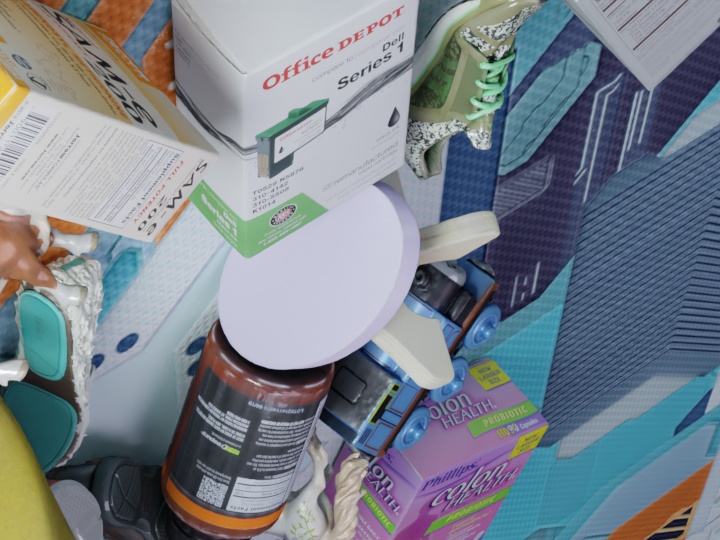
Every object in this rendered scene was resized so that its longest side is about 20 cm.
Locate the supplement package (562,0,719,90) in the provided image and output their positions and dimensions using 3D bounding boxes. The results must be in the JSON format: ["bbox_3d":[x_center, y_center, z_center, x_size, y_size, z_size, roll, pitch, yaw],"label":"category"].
[{"bbox_3d":[0.189,-0.234,1.497,0.117,0.117,0.200,-43,154,8],"label":"supplement package"}]

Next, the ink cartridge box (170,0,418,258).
[{"bbox_3d":[-0.043,-0.123,1.379,0.146,0.084,0.201,-32,153,-21],"label":"ink cartridge box"}]

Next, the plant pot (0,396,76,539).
[{"bbox_3d":[-0.269,0.207,1.369,0.194,0.200,0.196,-33,131,-18],"label":"plant pot"}]

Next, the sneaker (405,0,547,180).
[{"bbox_3d":[0.082,-0.133,1.489,0.077,0.089,0.200,-24,168,-43],"label":"sneaker"}]

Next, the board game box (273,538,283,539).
[{"bbox_3d":[-0.168,0.295,1.781,0.198,0.044,0.199,-13,161,-15],"label":"board game box"}]

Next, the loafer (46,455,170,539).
[{"bbox_3d":[-0.193,0.188,1.699,0.200,0.062,0.072,53,44,-66],"label":"loafer"}]

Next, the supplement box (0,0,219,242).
[{"bbox_3d":[-0.186,-0.095,1.173,0.074,0.126,0.200,-49,154,13],"label":"supplement box"}]

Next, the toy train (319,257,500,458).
[{"bbox_3d":[0.041,0.069,1.776,0.201,0.087,0.114,-55,151,3],"label":"toy train"}]

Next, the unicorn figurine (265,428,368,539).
[{"bbox_3d":[-0.087,0.189,1.768,0.074,0.199,0.139,-23,120,-47],"label":"unicorn figurine"}]

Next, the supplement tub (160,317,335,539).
[{"bbox_3d":[-0.097,0.138,1.658,0.106,0.107,0.201,-14,135,-45],"label":"supplement tub"}]

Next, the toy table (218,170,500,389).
[{"bbox_3d":[0.000,0.000,1.550,0.117,0.186,0.199,-1,171,-44],"label":"toy table"}]

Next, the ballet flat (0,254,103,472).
[{"bbox_3d":[-0.208,0.064,1.464,0.071,0.072,0.201,-24,149,-33],"label":"ballet flat"}]

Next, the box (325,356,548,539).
[{"bbox_3d":[0.060,0.205,2.024,0.175,0.097,0.201,-18,145,-40],"label":"box"}]

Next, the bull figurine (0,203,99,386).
[{"bbox_3d":[-0.237,-0.001,1.299,0.121,0.065,0.200,28,119,-32],"label":"bull figurine"}]

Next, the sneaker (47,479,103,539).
[{"bbox_3d":[-0.235,0.252,1.619,0.077,0.082,0.202,-13,106,-43],"label":"sneaker"}]
